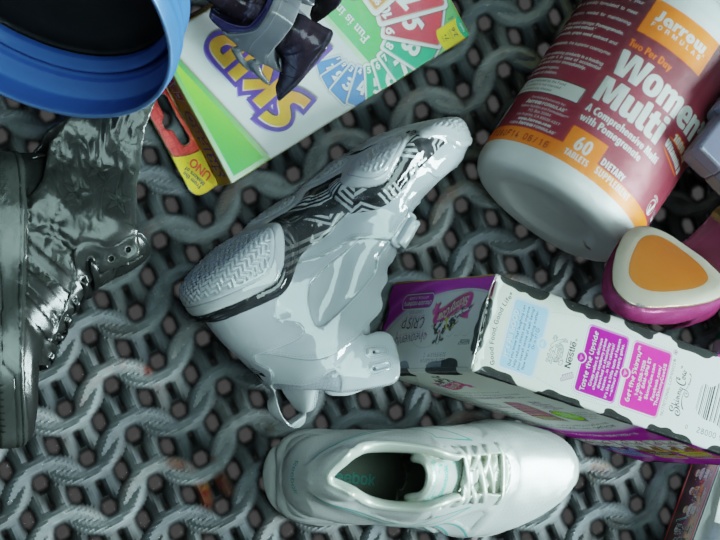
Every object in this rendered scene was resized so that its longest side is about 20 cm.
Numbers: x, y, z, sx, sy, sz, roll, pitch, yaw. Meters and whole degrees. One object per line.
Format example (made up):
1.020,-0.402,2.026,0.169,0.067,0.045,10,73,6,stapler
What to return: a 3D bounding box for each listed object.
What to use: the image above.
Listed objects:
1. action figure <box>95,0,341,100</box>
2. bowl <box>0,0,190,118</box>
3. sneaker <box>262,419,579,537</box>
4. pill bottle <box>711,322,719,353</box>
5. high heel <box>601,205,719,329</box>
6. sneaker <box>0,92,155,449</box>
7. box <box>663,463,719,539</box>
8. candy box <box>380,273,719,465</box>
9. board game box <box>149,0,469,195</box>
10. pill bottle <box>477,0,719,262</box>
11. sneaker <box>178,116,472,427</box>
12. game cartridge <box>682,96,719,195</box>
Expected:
-0.104,-0.183,1.641,0.200,0.069,0.130,30,52,-16,action figure
-0.182,-0.162,1.561,0.201,0.201,0.039,40,57,-19,bowl
0.047,0.125,1.722,0.200,0.080,0.071,-1,87,-26,sneaker
0.300,-0.019,1.823,0.113,0.113,0.200,24,79,-22,pill bottle
0.171,0.018,1.729,0.067,0.200,0.096,40,117,7,high heel
-0.162,-0.003,1.637,0.104,0.060,0.200,-2,86,-20,sneaker
0.253,0.192,1.836,0.137,0.040,0.200,25,79,-21,box
0.126,0.060,1.728,0.200,0.136,0.061,19,80,-24,candy box
-0.038,-0.131,1.718,0.200,0.030,0.096,-33,101,-20,board game box
0.165,-0.113,1.764,0.110,0.110,0.200,39,74,-19,pill bottle
0.000,0.000,1.707,0.200,0.075,0.115,-36,104,-16,sneaker
0.293,-0.099,1.754,0.130,0.038,0.200,44,66,-11,game cartridge
